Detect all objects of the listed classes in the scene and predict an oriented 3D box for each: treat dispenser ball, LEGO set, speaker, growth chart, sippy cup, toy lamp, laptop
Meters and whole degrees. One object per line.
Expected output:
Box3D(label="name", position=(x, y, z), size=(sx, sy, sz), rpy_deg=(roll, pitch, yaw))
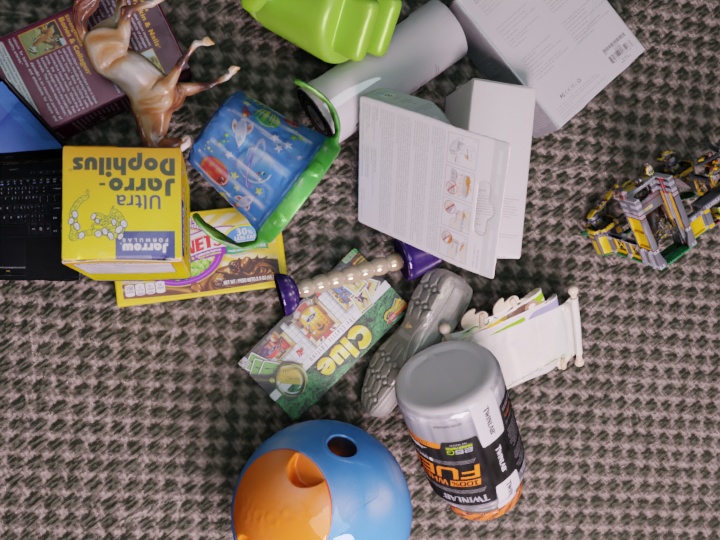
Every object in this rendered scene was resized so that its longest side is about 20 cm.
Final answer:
Box3D(label="treat dispenser ball", position=(-0.043, 0.268, 0.882), size=(0.201, 0.201, 0.201), rpy_deg=(0, 91, -10))
Box3D(label="LEGO set", position=(0.364, -0.100, 0.974), size=(0.200, 0.154, 0.116), rpy_deg=(-31, 114, -1))
Box3D(label="speaker", position=(0.028, -0.235, 0.945), size=(0.200, 0.081, 0.081), rpy_deg=(-36, 97, -7))
Box3D(label="growth chart", position=(0.191, 0.088, 0.975), size=(0.200, 0.018, 0.145), rpy_deg=(-17, 120, -15))
Box3D(label="sippy cup", position=(-0.112, -0.121, 0.873), size=(0.130, 0.140, 0.178), rpy_deg=(37, 61, -10))
Box3D(label="toy lamp", position=(0.000, 0.000, 0.936), size=(0.200, 0.058, 0.058), rpy_deg=(-15, 94, -12))
Box3D(label="laptop", position=(-0.391, -0.087, 0.820), size=(0.177, 0.103, 0.200), rpy_deg=(0, 93, 24))

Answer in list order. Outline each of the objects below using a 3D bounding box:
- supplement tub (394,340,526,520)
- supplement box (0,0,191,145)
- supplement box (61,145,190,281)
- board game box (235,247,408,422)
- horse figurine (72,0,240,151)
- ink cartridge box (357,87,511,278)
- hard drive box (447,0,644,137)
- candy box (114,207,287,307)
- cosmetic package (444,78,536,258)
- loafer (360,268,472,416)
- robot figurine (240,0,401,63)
Box3D(label="supplement tub", position=(0.122, 0.190, 0.923), size=(0.122, 0.123, 0.200), rpy_deg=(-27, 123, -9))
Box3D(label="supplement box", position=(-0.301, -0.226, 0.881), size=(0.200, 0.086, 0.110), rpy_deg=(-27, 97, -8))
Box3D(label="supplement box", position=(-0.233, -0.051, 0.816), size=(0.109, 0.200, 0.110), rpy_deg=(-1, 85, -11))
Box3D(label="board game box", position=(-0.044, 0.077, 0.969), size=(0.200, 0.023, 0.105), rpy_deg=(-45, 101, -7))
Box3D(label="horse figurine", position=(-0.225, -0.220, 0.821), size=(0.133, 0.050, 0.200), rpy_deg=(-40, 109, 11))
Box3D(label="ink cartridge box", position=(0.083, -0.100, 0.880), size=(0.047, 0.200, 0.160), rpy_deg=(-29, 132, -41))
Box3D(label="hard drive box", position=(0.222, -0.293, 0.981), size=(0.156, 0.077, 0.200), rpy_deg=(-42, 98, -7))
Box3D(label="candy box", position=(-0.190, -0.020, 0.937), size=(0.200, 0.026, 0.102), rpy_deg=(-8, 89, -10))
Box3D(label="cosmetic package", position=(0.145, -0.117, 0.956), size=(0.085, 0.108, 0.200), rpy_deg=(6, 91, -11))
Box3D(label="loafer", position=(0.071, 0.094, 0.966), size=(0.070, 0.070, 0.200), rpy_deg=(27, 98, -35))
Box3D(label="robot figurine", position=(-0.054, -0.309, 0.890), size=(0.200, 0.175, 0.116), rpy_deg=(35, 129, 23))
